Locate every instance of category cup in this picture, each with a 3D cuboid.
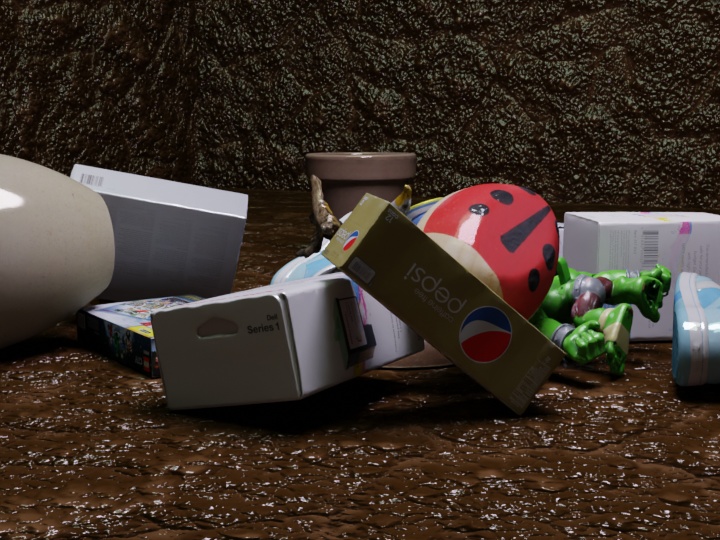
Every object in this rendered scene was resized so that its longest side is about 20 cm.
[{"bbox_3d":[-0.334,-0.025,1.096,0.141,0.205,0.199,-7,10,-32],"label":"cup"}]

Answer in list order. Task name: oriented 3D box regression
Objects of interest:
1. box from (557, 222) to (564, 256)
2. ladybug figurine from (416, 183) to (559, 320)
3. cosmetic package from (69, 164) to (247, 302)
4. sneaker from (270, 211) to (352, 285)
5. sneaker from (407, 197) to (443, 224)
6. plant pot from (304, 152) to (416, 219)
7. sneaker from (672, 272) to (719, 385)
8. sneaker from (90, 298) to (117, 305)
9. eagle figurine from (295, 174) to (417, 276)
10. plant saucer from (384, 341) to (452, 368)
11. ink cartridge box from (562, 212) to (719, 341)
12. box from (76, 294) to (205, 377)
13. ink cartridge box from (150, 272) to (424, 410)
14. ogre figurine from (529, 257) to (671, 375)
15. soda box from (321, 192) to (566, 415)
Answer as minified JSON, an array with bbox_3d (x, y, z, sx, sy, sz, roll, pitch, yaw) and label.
[{"bbox_3d":[0.182,-0.023,1.493,0.196,0.099,0.176,-3,9,-22],"label":"box"},{"bbox_3d":[0.121,-0.017,0.969,0.200,0.136,0.072,-42,2,-44],"label":"ladybug figurine"},{"bbox_3d":[-0.237,-0.030,1.228,0.196,0.153,0.052,10,36,-11],"label":"cosmetic package"},{"bbox_3d":[0.000,0.000,1.274,0.129,0.080,0.200,14,47,46],"label":"sneaker"},{"bbox_3d":[0.075,-0.013,1.397,0.073,0.083,0.201,-21,-20,-19],"label":"sneaker"},{"bbox_3d":[0.000,-0.116,1.866,0.196,0.178,0.200,0,8,0],"label":"plant pot"},{"bbox_3d":[0.350,0.055,0.974,0.128,0.081,0.200,1,18,16],"label":"sneaker"},{"bbox_3d":[-0.246,0.023,1.336,0.197,0.074,0.077,-9,32,-27],"label":"sneaker"},{"bbox_3d":[0.041,-0.026,1.147,0.197,0.155,0.151,17,-23,-17],"label":"eagle figurine"},{"bbox_3d":[0.037,0.062,1.113,0.196,0.037,0.200,0,7,0],"label":"plant saucer"},{"bbox_3d":[0.337,0.003,1.198,0.196,0.131,0.125,0,8,-7],"label":"ink cartridge box"},{"bbox_3d":[-0.191,0.062,1.093,0.135,0.039,0.199,-5,10,-34],"label":"box"},{"bbox_3d":[-0.057,0.053,0.910,0.143,0.086,0.199,-9,2,33],"label":"ink cartridge box"},{"bbox_3d":[0.216,0.036,1.044,0.118,0.099,0.201,6,43,37],"label":"ogre figurine"},{"bbox_3d":[0.067,0.027,0.856,0.199,0.064,0.068,40,-2,-18],"label":"soda box"}]
